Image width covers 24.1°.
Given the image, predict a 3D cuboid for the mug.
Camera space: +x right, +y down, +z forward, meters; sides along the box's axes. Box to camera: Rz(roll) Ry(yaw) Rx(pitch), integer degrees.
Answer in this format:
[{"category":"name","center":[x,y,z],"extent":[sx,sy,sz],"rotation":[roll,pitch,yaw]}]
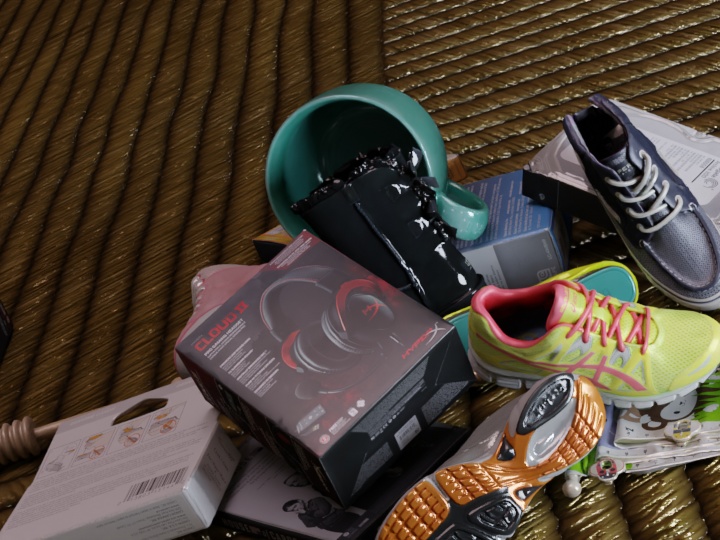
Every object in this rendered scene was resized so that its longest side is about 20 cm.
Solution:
[{"category":"mug","center":[0.011,-0.079,1.516],"extent":[0.152,0.185,0.114],"rotation":[-35,5,19]}]

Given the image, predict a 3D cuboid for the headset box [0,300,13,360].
[{"category":"headset box","center":[-0.434,0.054,1.725],"extent":[0.077,0.149,0.200],"rotation":[-19,24,7]}]

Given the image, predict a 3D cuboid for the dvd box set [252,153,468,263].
[{"category":"dvd box set","center":[-0.003,-0.062,1.719],"extent":[0.200,0.029,0.146],"rotation":[-28,10,-15]}]

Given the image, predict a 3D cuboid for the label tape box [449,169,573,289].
[{"category":"label tape box","center":[0.092,-0.021,1.561],"extent":[0.200,0.066,0.143],"rotation":[-16,25,17]}]

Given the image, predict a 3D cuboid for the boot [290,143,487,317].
[{"category":"boot","center":[0.000,0.001,1.435],"extent":[0.198,0.163,0.073],"rotation":[-33,12,7]}]

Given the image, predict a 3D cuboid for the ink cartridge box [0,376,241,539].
[{"category":"ink cartridge box","center":[-0.190,0.167,1.391],"extent":[0.200,0.045,0.176],"rotation":[-20,25,24]}]

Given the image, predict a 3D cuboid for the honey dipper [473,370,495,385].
[{"category":"honey dipper","center":[0.122,0.075,1.332],"extent":[0.199,0.038,0.038],"rotation":[-12,26,6]}]

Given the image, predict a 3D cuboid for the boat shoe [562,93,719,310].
[{"category":"boat shoe","center":[0.232,-0.057,1.383],"extent":[0.075,0.093,0.200],"rotation":[-39,61,7]}]

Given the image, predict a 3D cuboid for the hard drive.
[{"category":"hard drive","center":[0.262,-0.080,1.492],"extent":[0.200,0.038,0.140],"rotation":[26,47,29]}]

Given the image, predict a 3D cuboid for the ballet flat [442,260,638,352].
[{"category":"ballet flat","center":[0.136,0.046,1.407],"extent":[0.200,0.067,0.067],"rotation":[-21,3,-6]}]

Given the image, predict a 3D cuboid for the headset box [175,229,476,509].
[{"category":"headset box","center":[-0.035,0.068,1.314],"extent":[0.149,0.075,0.200],"rotation":[-42,49,-17]}]

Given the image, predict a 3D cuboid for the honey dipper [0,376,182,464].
[{"category":"honey dipper","center":[-0.249,0.135,1.551],"extent":[0.200,0.038,0.038],"rotation":[-18,25,3]}]

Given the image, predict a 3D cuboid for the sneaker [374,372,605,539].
[{"category":"sneaker","center":[0.089,0.155,1.223],"extent":[0.200,0.076,0.092],"rotation":[-37,1,-13]}]

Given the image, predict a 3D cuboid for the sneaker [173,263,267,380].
[{"category":"sneaker","center":[-0.132,0.050,1.579],"extent":[0.104,0.076,0.200],"rotation":[3,26,34]}]

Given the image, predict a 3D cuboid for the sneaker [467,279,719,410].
[{"category":"sneaker","center":[0.169,0.047,1.249],"extent":[0.199,0.090,0.078],"rotation":[-1,53,17]}]

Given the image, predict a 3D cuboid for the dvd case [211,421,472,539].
[{"category":"dvd case","center":[-0.028,0.160,1.336],"extent":[0.200,0.025,0.150],"rotation":[6,36,46]}]

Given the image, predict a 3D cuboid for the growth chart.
[{"category":"growth chart","center":[0.241,0.103,1.247],"extent":[0.200,0.018,0.145],"rotation":[-16,25,9]}]
